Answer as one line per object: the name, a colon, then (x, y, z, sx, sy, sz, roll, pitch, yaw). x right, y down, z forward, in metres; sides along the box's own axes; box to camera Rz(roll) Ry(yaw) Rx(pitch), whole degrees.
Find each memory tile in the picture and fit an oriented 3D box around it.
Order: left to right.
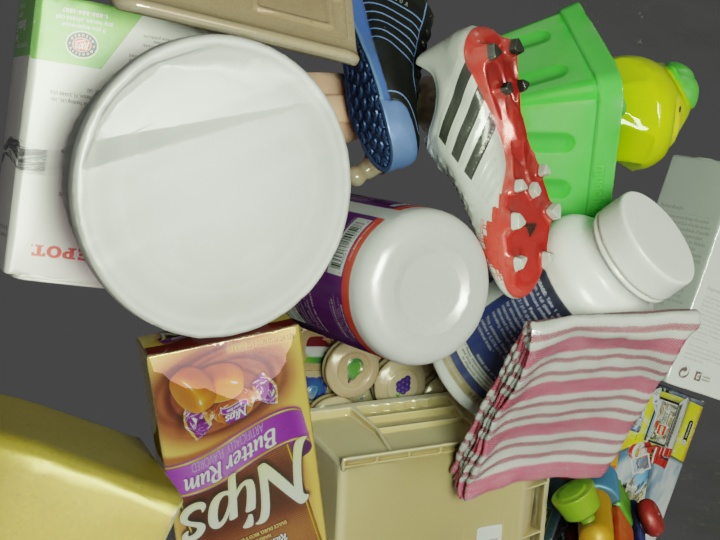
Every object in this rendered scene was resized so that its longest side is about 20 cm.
memory tile: (0.054, 0.104, 1.188, 0.200, 0.017, 0.154, 19, 92, -29)

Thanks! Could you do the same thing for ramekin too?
ramekin: (-0.114, -0.061, 0.960, 0.202, 0.094, 0.203, -5, 101, -26)

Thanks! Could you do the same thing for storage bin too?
storage bin: (0.049, 0.214, 1.154, 0.198, 0.094, 0.201, -5, 109, -23)

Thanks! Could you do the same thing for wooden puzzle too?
wooden puzzle: (-0.097, -0.235, 1.015, 0.185, 0.046, 0.200, 10, 54, -25)

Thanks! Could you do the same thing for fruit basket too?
fruit basket: (0.194, -0.110, 1.132, 0.215, 0.156, 0.216, -6, 130, -7)

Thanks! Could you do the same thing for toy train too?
toy train: (0.195, 0.224, 1.141, 0.084, 0.200, 0.116, -23, 108, 17)

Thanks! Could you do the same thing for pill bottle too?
pill bottle: (0.000, 0.000, 1.044, 0.112, 0.200, 0.113, -5, 101, -29)
pill bottle: (0.155, 0.026, 1.074, 0.111, 0.111, 0.200, 34, 128, -24)

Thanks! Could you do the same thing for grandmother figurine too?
grandmother figurine: (-0.003, -0.129, 1.110, 0.199, 0.061, 0.122, -7, 96, -22)

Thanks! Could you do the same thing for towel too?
towel: (0.160, 0.102, 1.046, 0.146, 0.030, 0.200, -5, 140, -23)

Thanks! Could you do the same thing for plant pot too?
plant pot: (-0.271, 0.184, 0.978, 0.200, 0.194, 0.196, 29, 86, -19)

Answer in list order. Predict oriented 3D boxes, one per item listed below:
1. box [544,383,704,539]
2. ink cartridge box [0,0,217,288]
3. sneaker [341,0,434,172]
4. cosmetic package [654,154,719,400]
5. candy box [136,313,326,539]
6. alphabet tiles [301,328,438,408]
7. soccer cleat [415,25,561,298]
box: (0.222, 0.192, 1.272, 0.136, 0.038, 0.201, 20, 90, -25)
ink cartridge box: (-0.186, -0.091, 1.022, 0.145, 0.084, 0.201, 7, 95, -24)
sneaker: (0.025, -0.170, 1.071, 0.078, 0.070, 0.201, -8, 68, -19)
cosmetic package: (0.302, 0.004, 1.243, 0.071, 0.101, 0.201, 18, 92, -26)
candy box: (-0.095, 0.140, 1.048, 0.116, 0.056, 0.201, -12, 107, -16)
alphabet tiles: (-0.004, 0.052, 1.168, 0.166, 0.006, 0.201, 2, 97, -24)
soccer cleat: (0.089, -0.078, 1.018, 0.069, 0.085, 0.201, -15, 95, -48)
